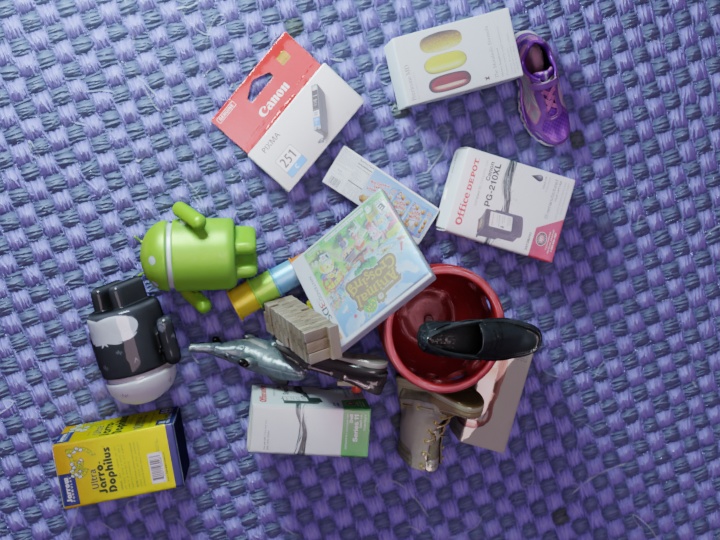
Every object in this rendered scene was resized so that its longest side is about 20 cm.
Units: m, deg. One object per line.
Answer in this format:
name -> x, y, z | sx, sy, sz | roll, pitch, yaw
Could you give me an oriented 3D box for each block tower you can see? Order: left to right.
block tower -> -0.097, 0.092, 1.455 | 0.057, 0.199, 0.055 | -16, 109, -24

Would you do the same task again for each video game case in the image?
video game case -> 0.000, 0.000, 1.442 | 0.199, 0.022, 0.184 | -38, 60, 15

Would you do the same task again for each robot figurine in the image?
robot figurine -> -0.372, 0.116, 1.492 | 0.123, 0.150, 0.203 | -17, 99, -20
robot figurine -> -0.267, -0.026, 1.489 | 0.196, 0.116, 0.178 | -2, 121, -6

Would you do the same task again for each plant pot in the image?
plant pot -> 0.124, 0.084, 1.512 | 0.197, 0.183, 0.204 | -1, 96, -6

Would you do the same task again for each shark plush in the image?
shark plush -> -0.184, 0.137, 1.529 | 0.197, 0.083, 0.092 | 24, 104, -7

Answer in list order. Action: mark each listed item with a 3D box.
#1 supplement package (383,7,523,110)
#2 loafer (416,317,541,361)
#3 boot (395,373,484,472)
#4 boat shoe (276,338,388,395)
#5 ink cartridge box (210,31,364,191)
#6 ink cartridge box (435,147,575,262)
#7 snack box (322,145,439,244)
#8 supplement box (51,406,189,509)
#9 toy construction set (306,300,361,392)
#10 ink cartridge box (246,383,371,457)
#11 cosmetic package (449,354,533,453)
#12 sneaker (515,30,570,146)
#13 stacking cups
supplement package -> 0.150, -0.344, 1.504 | 0.197, 0.110, 0.116 | -16, 98, -4
loafer -> 0.185, 0.108, 1.396 | 0.197, 0.070, 0.069 | 1, 95, -7
boot -> 0.130, 0.264, 1.536 | 0.071, 0.199, 0.158 | -4, 100, -37
boat shoe -> -0.050, 0.155, 1.476 | 0.197, 0.067, 0.058 | 11, 101, 19
ink cartridge box -> -0.122, -0.264, 1.516 | 0.176, 0.045, 0.201 | 40, 90, -10
ink cartridge box -> 0.243, -0.112, 1.553 | 0.197, 0.084, 0.147 | 15, 94, -8
snack box -> 0.035, -0.128, 1.558 | 0.198, 0.024, 0.073 | 33, 91, -9
supplement box -> -0.393, 0.308, 1.516 | 0.196, 0.109, 0.112 | -10, 98, -5
toy construction set -> -0.032, 0.105, 1.550 | 0.129, 0.092, 0.204 | -2, 86, -6
ink cartridge box -> -0.089, 0.249, 1.525 | 0.196, 0.147, 0.085 | 4, 96, -8
cosmetic package -> 0.227, 0.197, 1.578 | 0.086, 0.103, 0.203 | 15, 93, -7
sneaker -> 0.306, -0.306, 1.537 | 0.079, 0.088, 0.203 | -21, 99, -5
stacking cups -> -0.127, 0.010, 1.537 | 0.198, 0.061, 0.061 | -30, 99, -2
